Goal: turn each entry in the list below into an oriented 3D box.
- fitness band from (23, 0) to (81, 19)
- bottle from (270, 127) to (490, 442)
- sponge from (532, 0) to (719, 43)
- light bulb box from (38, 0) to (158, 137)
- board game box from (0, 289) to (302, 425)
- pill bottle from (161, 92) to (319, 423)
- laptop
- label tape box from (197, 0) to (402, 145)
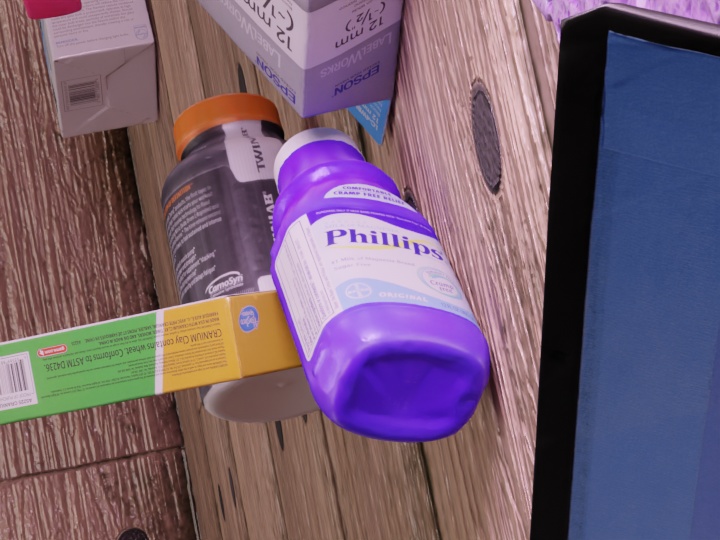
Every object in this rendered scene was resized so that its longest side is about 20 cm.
[{"bbox_3d":[-0.179,-0.225,1.113,0.144,0.037,0.200,93,165,-56],"label":"fitness band"},{"bbox_3d":[0.000,0.000,1.022,0.200,0.083,0.065,-111,36,-54],"label":"bottle"},{"bbox_3d":[0.080,-0.093,0.606,0.200,0.030,0.112,-110,14,-51],"label":"sponge"},{"bbox_3d":[-0.321,-0.299,2.558,0.198,0.125,0.200,99,158,-64],"label":"light bulb box"},{"bbox_3d":[-0.084,0.040,1.108,0.200,0.153,0.040,-7,-95,-65],"label":"board game box"},{"bbox_3d":[-0.068,-0.012,1.359,0.106,0.106,0.200,101,158,-65],"label":"pill bottle"},{"bbox_3d":[0.109,0.072,0.373,0.200,0.103,0.177,-109,13,-46],"label":"laptop"},{"bbox_3d":[-0.046,-0.154,1.057,0.143,0.066,0.200,49,155,24],"label":"label tape box"}]
